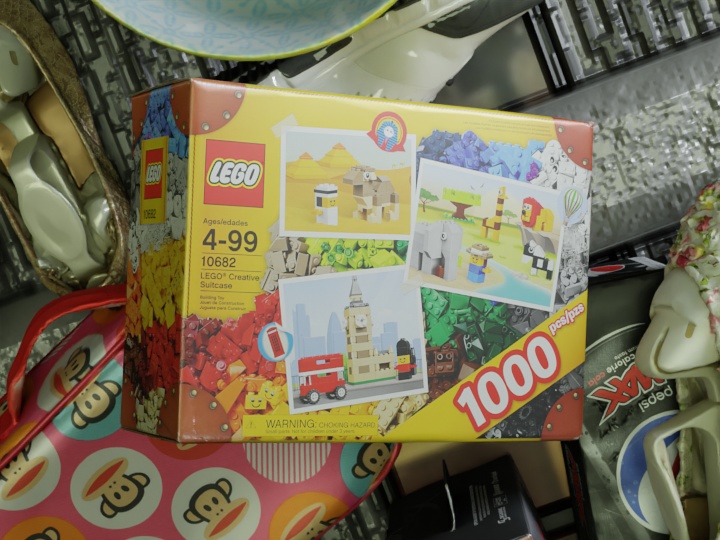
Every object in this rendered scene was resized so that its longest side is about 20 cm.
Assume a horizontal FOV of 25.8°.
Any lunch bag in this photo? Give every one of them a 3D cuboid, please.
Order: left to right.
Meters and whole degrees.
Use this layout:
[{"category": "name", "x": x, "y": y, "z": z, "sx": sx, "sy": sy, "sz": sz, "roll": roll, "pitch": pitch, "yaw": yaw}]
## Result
[{"category": "lunch bag", "x": -0.099, "y": 0.083, "z": 0.769, "sx": 0.200, "sy": 0.082, "sz": 0.176, "roll": -42, "pitch": 113, "yaw": 3}]

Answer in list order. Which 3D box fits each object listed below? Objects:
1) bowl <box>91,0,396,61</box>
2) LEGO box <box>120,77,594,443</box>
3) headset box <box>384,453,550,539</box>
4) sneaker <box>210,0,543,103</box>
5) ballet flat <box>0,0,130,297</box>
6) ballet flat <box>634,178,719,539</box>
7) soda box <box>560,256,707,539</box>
[{"category": "bowl", "x": -0.051, "y": -0.197, "z": 0.741, "sx": 0.200, "sy": 0.108, "sz": 0.200, "roll": 0, "pitch": 96, "yaw": 2}, {"category": "LEGO box", "x": 0.000, "y": 0.000, "z": 0.703, "sx": 0.200, "sy": 0.077, "sz": 0.149, "roll": 2, "pitch": 89, "yaw": -28}, {"category": "headset box", "x": 0.075, "y": 0.189, "z": 0.764, "sx": 0.075, "sy": 0.149, "sz": 0.200, "roll": -24, "pitch": 95, "yaw": 4}, {"category": "sneaker", "x": 0.008, "y": -0.093, "z": 0.780, "sx": 0.200, "sy": 0.074, "sz": 0.080, "roll": -28, "pitch": 110, "yaw": 10}, {"category": "ballet flat", "x": -0.166, "y": -0.068, "z": 0.784, "sx": 0.070, "sy": 0.065, "sz": 0.200, "roll": -32, "pitch": 94, "yaw": 8}, {"category": "ballet flat", "x": 0.159, "y": 0.060, "z": 0.715, "sx": 0.064, "sy": 0.076, "sz": 0.200, "roll": -8, "pitch": 93, "yaw": -13}, {"category": "soda box", "x": 0.137, "y": 0.097, "z": 0.788, "sx": 0.063, "sy": 0.071, "sz": 0.200, "roll": -12, "pitch": 97, "yaw": -2}]
